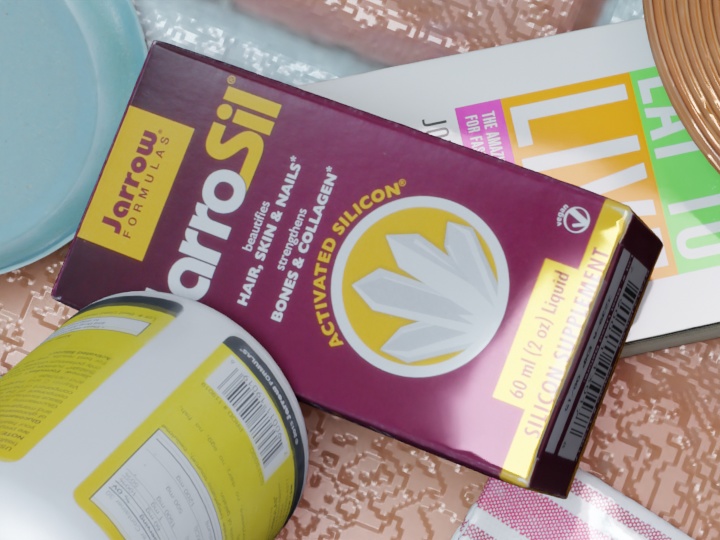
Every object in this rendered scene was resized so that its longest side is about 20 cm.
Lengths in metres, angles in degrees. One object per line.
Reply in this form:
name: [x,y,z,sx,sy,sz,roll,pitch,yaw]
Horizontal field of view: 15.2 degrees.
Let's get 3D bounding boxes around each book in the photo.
book: [0.084,-0.029,1.093,0.200,0.048,0.134,-12,79,-2]

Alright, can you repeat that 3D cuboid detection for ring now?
ring: [0.199,-0.093,1.088,0.200,0.019,0.201,10,66,-23]

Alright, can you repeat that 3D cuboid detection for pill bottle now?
pill bottle: [-0.106,0.096,0.924,0.112,0.112,0.200,39,36,4]

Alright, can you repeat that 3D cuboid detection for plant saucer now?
plant saucer: [-0.183,-0.080,1.066,0.200,0.027,0.200,8,63,-16]

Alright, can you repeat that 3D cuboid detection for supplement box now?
supplement box: [0.000,0.000,1.023,0.200,0.086,0.110,20,87,16]

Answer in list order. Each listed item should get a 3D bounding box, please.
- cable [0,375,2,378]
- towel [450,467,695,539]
cable: [-0.156,0.034,1.043,0.200,0.097,0.050,14,68,-4]
towel: [0.074,0.183,1.059,0.146,0.030,0.200,30,80,2]
